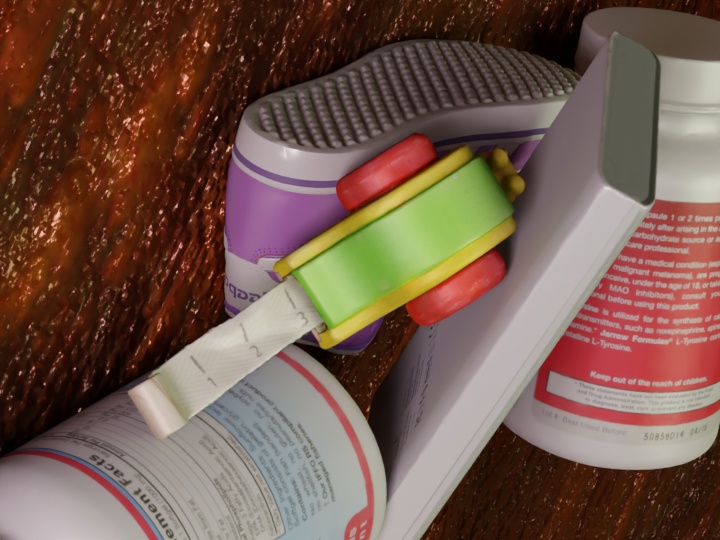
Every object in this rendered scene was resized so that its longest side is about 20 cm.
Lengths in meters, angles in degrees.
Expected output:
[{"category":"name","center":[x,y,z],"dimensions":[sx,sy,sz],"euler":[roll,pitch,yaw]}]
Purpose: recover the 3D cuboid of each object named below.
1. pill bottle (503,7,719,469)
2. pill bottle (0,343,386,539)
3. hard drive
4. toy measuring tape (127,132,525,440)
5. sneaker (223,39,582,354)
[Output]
[{"category":"pill bottle","center":[0.130,-0.017,1.313],"dimensions":[0.112,0.112,0.200],"euler":[-22,127,-53]},{"category":"pill bottle","center":[-0.087,0.105,1.024],"dimensions":[0.200,0.109,0.109],"euler":[-30,133,-48]},{"category":"hard drive","center":[0.056,0.014,1.109],"dimensions":[0.200,0.026,0.132],"euler":[-57,-170,29]},{"category":"toy measuring tape","center":[0.000,0.000,1.033],"dimensions":[0.200,0.074,0.074],"euler":[-34,135,-41]},{"category":"sneaker","center":[0.014,-0.029,1.163],"dimensions":[0.200,0.073,0.114],"euler":[-18,127,-42]}]
